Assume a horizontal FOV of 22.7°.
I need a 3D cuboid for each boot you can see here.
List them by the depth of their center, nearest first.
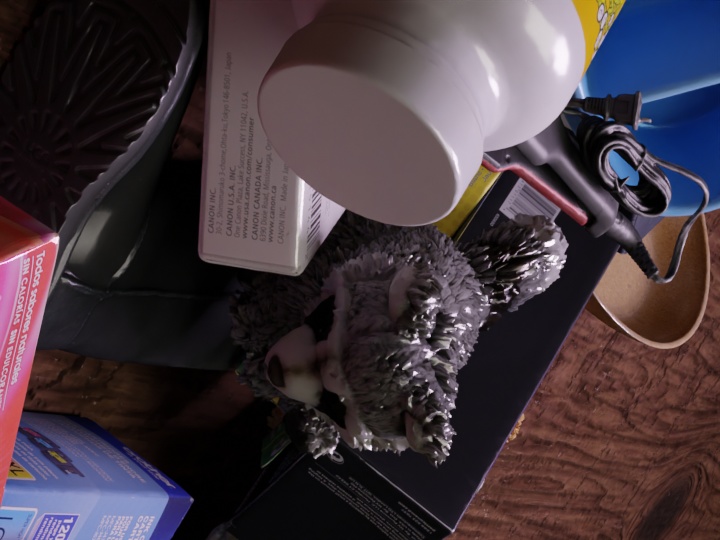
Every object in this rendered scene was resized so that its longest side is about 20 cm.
[{"bbox_3d":[-0.075,-0.034,0.735,0.166,0.066,0.200,-55,156,11],"label":"boot"}]

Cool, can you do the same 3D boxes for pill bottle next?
[{"bbox_3d":[0.043,-0.113,0.608,0.201,0.103,0.105,-59,161,-29],"label":"pill bottle"}]

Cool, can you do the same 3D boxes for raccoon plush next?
[{"bbox_3d":[0.037,0.007,0.731,0.199,0.133,0.098,-34,108,-29],"label":"raccoon plush"}]

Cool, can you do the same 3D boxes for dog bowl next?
[{"bbox_3d":[0.138,-0.098,0.807,0.201,0.110,0.050,64,17,-49],"label":"dog bowl"}]

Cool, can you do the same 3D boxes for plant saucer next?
[{"bbox_3d":[0.151,-0.046,1.106,0.035,0.202,0.200,-19,-179,35],"label":"plant saucer"}]

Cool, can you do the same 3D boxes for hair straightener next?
[{"bbox_3d":[0.096,-0.049,0.785,0.200,0.076,0.041,40,54,-38],"label":"hair straightener"}]

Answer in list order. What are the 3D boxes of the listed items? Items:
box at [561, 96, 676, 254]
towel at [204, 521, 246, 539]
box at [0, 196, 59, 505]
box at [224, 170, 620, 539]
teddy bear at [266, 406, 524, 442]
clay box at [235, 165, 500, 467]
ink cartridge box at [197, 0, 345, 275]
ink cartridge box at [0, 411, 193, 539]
[{"bbox_3d":[0.167,-0.152,0.959,0.200,0.117,0.198,-40,152,-37],"label":"box"},{"bbox_3d":[-0.030,0.168,1.013,0.170,0.048,0.200,-19,159,-31],"label":"towel"},{"bbox_3d":[-0.182,0.059,0.592,0.094,0.102,0.202,-29,144,-51],"label":"box"},{"bbox_3d":[0.033,0.055,0.894,0.201,0.079,0.141,-55,-173,-34],"label":"box"},{"bbox_3d":[0.027,0.095,1.072,0.200,0.143,0.068,56,24,-71],"label":"teddy bear"},{"bbox_3d":[0.000,0.000,0.872,0.201,0.047,0.115,-52,-177,-1],"label":"clay box"},{"bbox_3d":[-0.015,-0.121,0.705,0.176,0.044,0.202,-55,151,-69],"label":"ink cartridge box"},{"bbox_3d":[-0.159,0.133,0.777,0.137,0.076,0.200,-59,159,4],"label":"ink cartridge box"}]
